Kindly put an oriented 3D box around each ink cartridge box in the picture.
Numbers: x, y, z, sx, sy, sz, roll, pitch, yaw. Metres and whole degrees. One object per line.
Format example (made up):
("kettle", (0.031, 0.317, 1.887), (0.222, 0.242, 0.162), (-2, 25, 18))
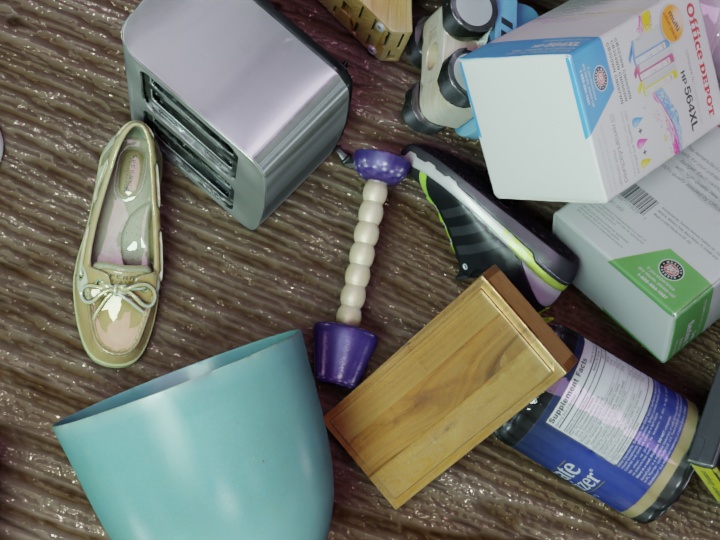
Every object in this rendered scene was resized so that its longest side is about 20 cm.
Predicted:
("ink cartridge box", (0.289, -0.040, 1.142), (0.200, 0.084, 0.146), (-35, 59, -17))
("ink cartridge box", (0.206, -0.157, 1.102), (0.200, 0.125, 0.129), (-33, 114, -33))

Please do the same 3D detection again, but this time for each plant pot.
("plant pot", (-0.111, 0.155, 0.989), (0.200, 0.201, 0.162), (-21, 92, -15))

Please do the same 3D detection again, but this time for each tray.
("tray", (0.067, 0.097, 1.044), (0.099, 0.200, 0.037), (49, 28, 5))

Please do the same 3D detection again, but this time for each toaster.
("toaster", (-0.101, -0.141, 1.075), (0.200, 0.181, 0.119), (41, 75, 3))

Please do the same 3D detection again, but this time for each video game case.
("video game case", (0.339, 0.105, 1.101), (0.025, 0.181, 0.201), (10, 68, 35))

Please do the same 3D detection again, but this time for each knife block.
("knife block", (0.018, -0.319, 1.203), (0.200, 0.064, 0.176), (45, 73, 4))

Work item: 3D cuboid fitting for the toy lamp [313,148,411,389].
("toy lamp", (0.000, 0.000, 1.110), (0.058, 0.058, 0.201), (15, 81, -6))

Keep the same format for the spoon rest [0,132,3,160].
("spoon rest", (-0.384, -0.074, 1.075), (0.099, 0.061, 0.200), (43, 59, 2))

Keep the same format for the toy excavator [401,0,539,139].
("toy excavator", (0.149, -0.206, 1.192), (0.199, 0.100, 0.195), (11, 72, -22))

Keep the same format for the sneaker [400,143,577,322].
("sneaker", (0.096, -0.031, 1.135), (0.200, 0.072, 0.083), (43, 109, 21))

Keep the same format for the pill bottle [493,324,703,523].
("pill bottle", (0.180, 0.116, 1.090), (0.199, 0.112, 0.112), (31, 72, 0))

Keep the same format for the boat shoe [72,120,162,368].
("boat shoe", (-0.197, -0.022, 1.079), (0.073, 0.063, 0.202), (9, 79, -9))

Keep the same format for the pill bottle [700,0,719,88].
("pill bottle", (0.384, -0.210, 1.215), (0.199, 0.114, 0.115), (14, 73, -7))
